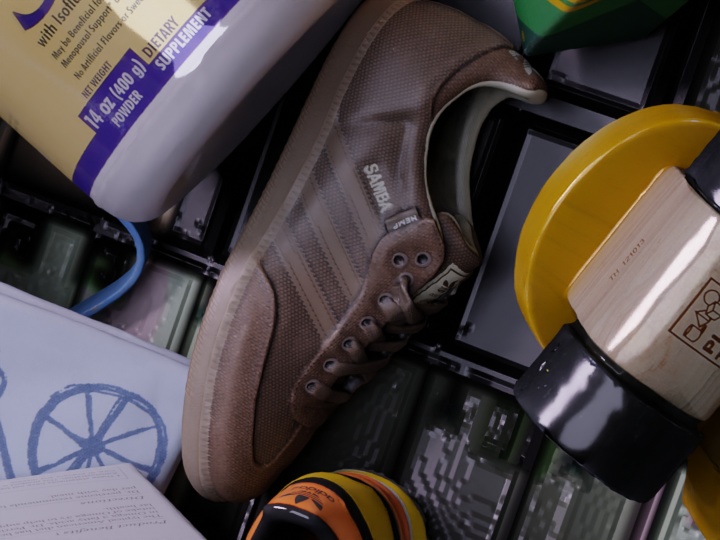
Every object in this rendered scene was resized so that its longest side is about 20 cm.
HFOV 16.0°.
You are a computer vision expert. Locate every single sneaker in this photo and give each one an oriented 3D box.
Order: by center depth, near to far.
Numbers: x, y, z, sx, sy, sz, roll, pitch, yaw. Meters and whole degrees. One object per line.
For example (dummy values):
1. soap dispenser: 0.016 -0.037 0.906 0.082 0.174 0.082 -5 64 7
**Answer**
1. sneaker: -0.032 0.168 0.913 0.070 0.090 0.200 11 90 23
2. sneaker: 0.000 0.000 0.924 0.076 0.070 0.200 23 96 21

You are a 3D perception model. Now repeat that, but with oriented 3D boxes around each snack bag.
1. snack bag: -0.169 0.095 0.936 0.188 0.021 0.200 22 92 -22

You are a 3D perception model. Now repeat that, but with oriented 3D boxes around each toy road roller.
1. toy road roller: 0.143 0.025 0.853 0.200 0.146 0.123 35 101 -17

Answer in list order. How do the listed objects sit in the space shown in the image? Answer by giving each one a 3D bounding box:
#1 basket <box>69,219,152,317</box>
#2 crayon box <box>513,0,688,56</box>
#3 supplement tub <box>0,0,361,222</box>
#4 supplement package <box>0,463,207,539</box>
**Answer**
1. basket: -0.201 -0.034 0.985 0.176 0.139 0.200 -33 102 15
2. crayon box: 0.085 -0.155 0.831 0.051 0.200 0.127 -9 83 -11
3. supplement tub: -0.106 -0.131 0.911 0.200 0.145 0.145 42 102 0
4. supplement package: -0.102 0.149 0.850 0.117 0.200 0.117 -6 102 -17
